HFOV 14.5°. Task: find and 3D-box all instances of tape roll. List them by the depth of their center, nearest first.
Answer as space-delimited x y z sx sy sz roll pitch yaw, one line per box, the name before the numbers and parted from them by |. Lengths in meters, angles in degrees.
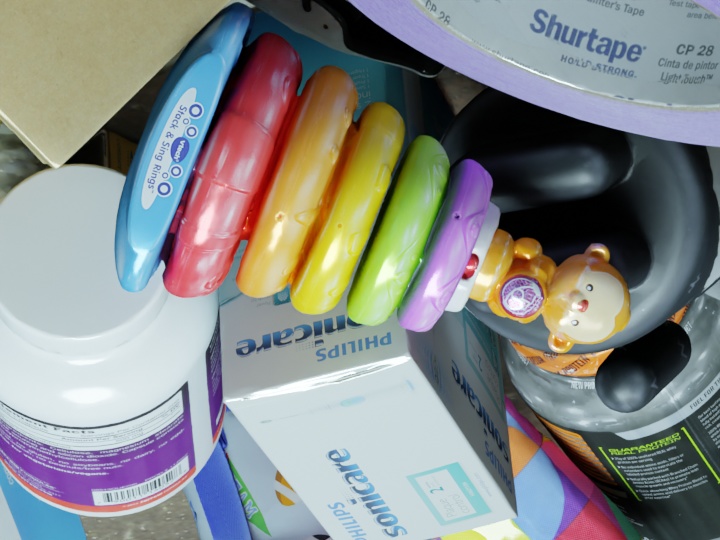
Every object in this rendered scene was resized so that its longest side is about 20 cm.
tape roll | 0.086 -0.113 0.993 0.200 0.066 0.200 18 166 5

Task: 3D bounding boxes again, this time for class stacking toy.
stacking toy | 0.011 -0.016 1.086 0.200 0.116 0.110 22 -174 -3

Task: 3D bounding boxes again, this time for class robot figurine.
robot figurine | 0.104 -0.034 1.202 0.125 0.200 0.150 31 109 13

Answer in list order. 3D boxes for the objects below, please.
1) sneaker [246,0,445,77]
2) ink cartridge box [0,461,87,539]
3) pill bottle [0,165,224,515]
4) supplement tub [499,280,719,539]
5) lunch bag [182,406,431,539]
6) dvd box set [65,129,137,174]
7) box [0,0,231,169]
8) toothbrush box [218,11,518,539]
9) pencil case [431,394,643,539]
sneaker | -0.032 -0.137 1.118 0.200 0.080 0.074 20 113 -34
ink cartridge box | -0.255 0.141 1.348 0.147 0.146 0.200 -14 -170 37
pill bottle | -0.117 0.028 1.235 0.112 0.113 0.200 -2 158 -2
supplement tub | 0.145 0.048 1.380 0.122 0.123 0.200 -16 144 17
lunch bag | -0.008 0.143 1.408 0.124 0.170 0.200 -29 164 28
dvd box set | -0.092 0.013 1.383 0.200 0.029 0.146 26 136 -35
box | -0.121 -0.160 1.009 0.163 0.021 0.200 -44 112 0
toothbrush box | 0.000 0.000 1.228 0.085 0.200 0.146 -14 143 15
pencil case | 0.055 0.099 1.351 0.088 0.088 0.200 -34 101 36
